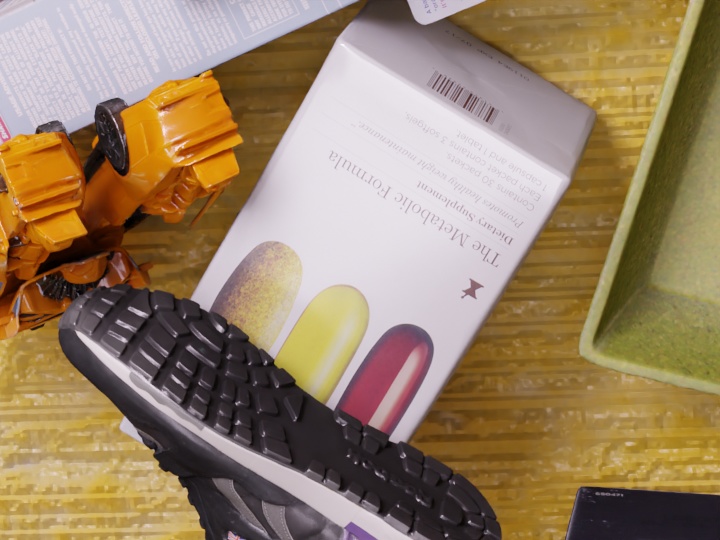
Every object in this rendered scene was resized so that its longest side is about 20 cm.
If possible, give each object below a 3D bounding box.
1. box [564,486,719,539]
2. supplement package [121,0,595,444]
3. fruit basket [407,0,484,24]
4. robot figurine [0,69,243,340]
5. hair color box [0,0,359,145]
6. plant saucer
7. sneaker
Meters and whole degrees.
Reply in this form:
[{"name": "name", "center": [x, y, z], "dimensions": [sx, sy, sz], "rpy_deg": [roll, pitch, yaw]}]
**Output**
[{"name": "box", "center": [0.136, 0.224, 1.225], "dimensions": [0.122, 0.200, 0.200], "rpy_deg": [3, 108, 10]}, {"name": "supplement package", "center": [0.000, 0.000, 1.219], "dimensions": [0.113, 0.110, 0.201], "rpy_deg": [30, 111, 0]}, {"name": "fruit basket", "center": [0.071, -0.213, 1.113], "dimensions": [0.199, 0.094, 0.186], "rpy_deg": [-19, 105, 32]}, {"name": "robot figurine", "center": [-0.121, -0.021, 1.197], "dimensions": [0.144, 0.200, 0.058], "rpy_deg": [-21, 81, -20]}, {"name": "hair color box", "center": [-0.085, -0.114, 1.213], "dimensions": [0.199, 0.099, 0.061], "rpy_deg": [-23, 103, 17]}, {"name": "plant saucer", "center": [0.210, -0.036, 1.190], "dimensions": [0.198, 0.048, 0.201], "rpy_deg": [14, 113, -6]}, {"name": "sneaker", "center": [-0.048, 0.090, 1.155], "dimensions": [0.199, 0.076, 0.088], "rpy_deg": [34, 117, -1]}]
